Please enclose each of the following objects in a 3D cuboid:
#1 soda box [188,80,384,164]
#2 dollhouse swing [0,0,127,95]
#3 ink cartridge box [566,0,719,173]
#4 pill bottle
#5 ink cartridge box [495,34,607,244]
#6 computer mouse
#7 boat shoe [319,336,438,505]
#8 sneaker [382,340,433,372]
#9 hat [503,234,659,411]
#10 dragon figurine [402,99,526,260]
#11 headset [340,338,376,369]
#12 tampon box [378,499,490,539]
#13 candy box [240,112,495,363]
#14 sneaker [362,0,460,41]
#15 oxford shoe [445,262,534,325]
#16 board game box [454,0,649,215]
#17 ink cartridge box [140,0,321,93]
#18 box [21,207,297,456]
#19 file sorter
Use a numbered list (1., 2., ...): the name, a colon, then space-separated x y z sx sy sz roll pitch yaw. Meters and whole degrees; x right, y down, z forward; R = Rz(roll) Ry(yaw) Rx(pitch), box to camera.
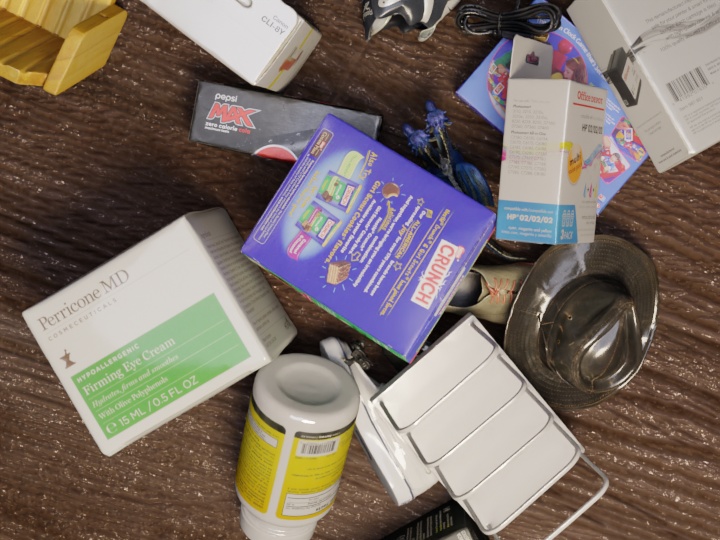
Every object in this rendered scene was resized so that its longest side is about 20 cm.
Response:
1. soda box: -0.078 -0.152 1.365 0.199 0.063 0.071 11 96 3
2. dollhouse swing: -0.346 -0.319 1.318 0.200 0.182 0.176 27 116 1
3. ink cartridge box: 0.326 -0.224 1.296 0.145 0.084 0.200 -28 87 -15
4. pill bottle: -0.072 0.196 1.347 0.112 0.113 0.200 15 123 2
5. ink cartridge box: 0.194 -0.129 1.273 0.068 0.115 0.201 7 96 28
6. computer mouse: 0.173 -0.335 1.318 0.109 0.044 0.200 12 82 27
7. boat shoe: 0.021 0.155 1.392 0.065 0.074 0.200 -28 97 -11
8. sneaker: 0.090 0.148 1.360 0.200 0.073 0.082 45 75 -9
9. hat: 0.247 0.066 1.331 0.200 0.081 0.201 -5 108 -16
10. dragon figurine: 0.105 -0.083 1.343 0.059 0.099 0.200 -29 93 6
11. headset: 0.000 0.000 1.360 0.123 0.094 0.200 -3 66 7
12. tampon box: 0.062 0.366 1.374 0.200 0.126 0.150 -30 92 6
13. candy box: 0.010 -0.031 1.276 0.200 0.077 0.169 33 88 12
14. sneaker: 0.011 -0.312 1.335 0.199 0.079 0.130 28 88 -10
15. oxford shoe: 0.148 0.027 1.362 0.199 0.075 0.071 2 93 0
16. board game box: 0.219 -0.175 1.355 0.200 0.045 0.135 41 96 -1
17. ink cartridge box: -0.127 -0.256 1.288 0.145 0.200 0.083 36 96 0
18. box: -0.200 0.056 1.323 0.199 0.200 0.172 -30 91 7
19. file sorter: 0.133 0.173 1.282 0.139 0.125 0.200 -41 105 0
